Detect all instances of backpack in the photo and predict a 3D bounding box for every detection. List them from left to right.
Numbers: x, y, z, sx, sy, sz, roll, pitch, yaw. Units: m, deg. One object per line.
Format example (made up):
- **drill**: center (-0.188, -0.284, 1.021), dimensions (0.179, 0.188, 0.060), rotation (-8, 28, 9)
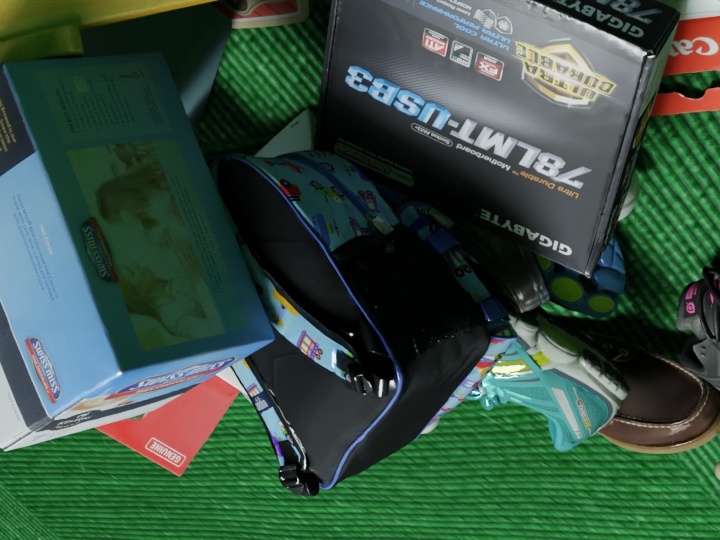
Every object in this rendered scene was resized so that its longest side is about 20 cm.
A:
- **backpack**: center (-0.021, 0.014, 1.282), dimensions (0.200, 0.134, 0.183), rotation (54, 146, 16)

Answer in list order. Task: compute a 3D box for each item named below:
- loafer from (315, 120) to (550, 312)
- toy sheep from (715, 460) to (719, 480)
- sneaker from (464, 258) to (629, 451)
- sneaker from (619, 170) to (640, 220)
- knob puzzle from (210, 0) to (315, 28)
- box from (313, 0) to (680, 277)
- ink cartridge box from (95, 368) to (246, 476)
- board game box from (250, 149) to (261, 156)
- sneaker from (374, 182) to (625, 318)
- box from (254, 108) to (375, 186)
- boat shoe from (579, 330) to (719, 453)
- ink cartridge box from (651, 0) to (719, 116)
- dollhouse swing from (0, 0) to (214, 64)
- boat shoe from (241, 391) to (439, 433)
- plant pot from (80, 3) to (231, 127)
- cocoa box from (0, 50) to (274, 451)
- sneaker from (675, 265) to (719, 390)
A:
- **loafer**: center (0.050, -0.047, 1.343), dimensions (0.200, 0.072, 0.073), rotation (53, 175, 15)
- **toy sheep**: center (0.317, 0.145, 1.421), dimensions (0.138, 0.138, 0.200), rotation (45, 154, -25)
- **sneaker**: center (0.093, 0.055, 1.380), dimensions (0.200, 0.080, 0.078), rotation (35, -167, -17)
- **sneaker**: center (0.104, -0.101, 1.291), dimensions (0.200, 0.073, 0.085), rotation (29, 140, -11)
- **knob puzzle**: center (-0.120, -0.222, 1.345), dimensions (0.219, 0.030, 0.220), rotation (22, 149, 14)
- **box**: center (0.075, -0.110, 1.212), dimensions (0.200, 0.050, 0.199), rotation (26, 140, 13)
- **ink cartridge box**: center (-0.134, 0.053, 1.488), dimensions (0.045, 0.176, 0.200), rotation (31, 176, 45)
- **board game box**: center (-0.044, 0.003, 1.603), dimensions (0.200, 0.047, 0.151), rotation (38, 150, -14)
- **sneaker**: center (0.098, -0.033, 1.420), dimensions (0.199, 0.071, 0.083), rotation (28, 171, -1)
- **box**: center (0.000, 0.000, 1.454), dimensions (0.097, 0.124, 0.200), rotation (-42, 111, 15)
- **boat shoe**: center (0.177, 0.083, 1.488), dimensions (0.200, 0.070, 0.070), rotation (8, 148, 48)
- **ink cartridge box**: center (0.153, -0.153, 1.194), dimensions (0.160, 0.047, 0.200), rotation (-2, 135, 42)
- **dollhouse swing**: center (-0.181, -0.224, 1.260), dimensions (0.182, 0.176, 0.200), rotation (157, 99, -73)
- **boat shoe**: center (-0.019, 0.091, 1.602), dimensions (0.200, 0.071, 0.070), rotation (12, 174, 43)
- **plant pot**: center (-0.232, -0.111, 1.410), dimensions (0.196, 0.200, 0.196), rotation (30, 160, -2)
- **cocoa box**: center (-0.168, -0.015, 1.220), dimensions (0.131, 0.133, 0.200), rotation (-30, 78, 40)
- **sneaker**: center (0.255, 0.028, 1.353), dimensions (0.084, 0.077, 0.200), rotation (20, 148, 10)
